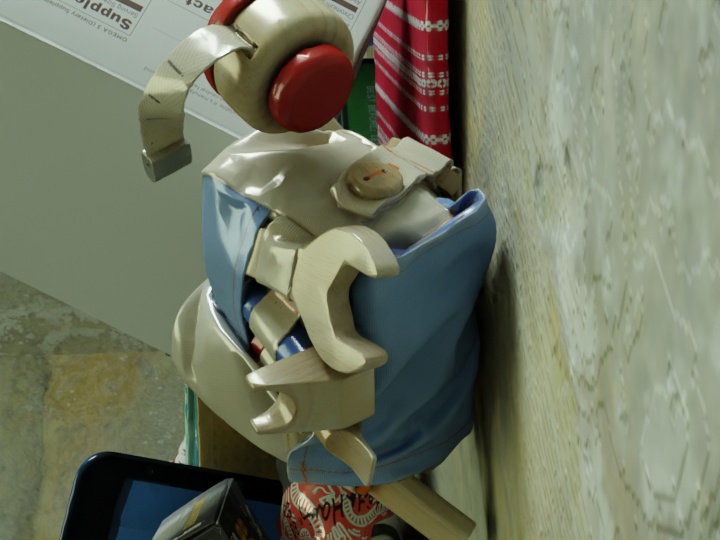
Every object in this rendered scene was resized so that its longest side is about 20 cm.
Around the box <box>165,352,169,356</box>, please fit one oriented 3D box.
[{"bbox_3d":[-0.124,-0.067,0.946,0.137,0.039,0.201,111,138,-68],"label":"box"}]

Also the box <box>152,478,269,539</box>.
[{"bbox_3d":[-0.037,0.210,0.846,0.201,0.048,0.158,60,179,-1],"label":"box"}]

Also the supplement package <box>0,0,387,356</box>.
[{"bbox_3d":[-0.094,-0.069,0.728,0.111,0.155,0.200,-65,1,-31],"label":"supplement package"}]

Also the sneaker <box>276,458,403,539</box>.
[{"bbox_3d":[-0.003,0.165,0.862,0.202,0.067,0.109,83,173,-62],"label":"sneaker"}]

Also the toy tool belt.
[{"bbox_3d":[0.003,0.007,0.582,0.123,0.124,0.201,44,152,33],"label":"toy tool belt"}]

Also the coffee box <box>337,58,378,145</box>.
[{"bbox_3d":[0.000,0.000,0.898,0.201,0.043,0.124,93,175,-46],"label":"coffee box"}]

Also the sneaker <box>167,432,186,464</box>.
[{"bbox_3d":[-0.110,0.125,1.113,0.071,0.111,0.202,-169,77,-85],"label":"sneaker"}]

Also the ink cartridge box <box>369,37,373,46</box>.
[{"bbox_3d":[-0.060,-0.190,0.873,0.201,0.144,0.084,-97,-12,-48],"label":"ink cartridge box"}]

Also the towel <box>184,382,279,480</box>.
[{"bbox_3d":[-0.048,0.122,1.044,0.022,0.146,0.202,-10,80,50],"label":"towel"}]

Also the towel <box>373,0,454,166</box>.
[{"bbox_3d":[0.023,-0.125,0.706,0.145,0.022,0.202,-116,23,-74],"label":"towel"}]

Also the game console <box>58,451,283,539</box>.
[{"bbox_3d":[-0.072,0.213,0.928,0.119,0.199,0.171,-58,36,28],"label":"game console"}]
